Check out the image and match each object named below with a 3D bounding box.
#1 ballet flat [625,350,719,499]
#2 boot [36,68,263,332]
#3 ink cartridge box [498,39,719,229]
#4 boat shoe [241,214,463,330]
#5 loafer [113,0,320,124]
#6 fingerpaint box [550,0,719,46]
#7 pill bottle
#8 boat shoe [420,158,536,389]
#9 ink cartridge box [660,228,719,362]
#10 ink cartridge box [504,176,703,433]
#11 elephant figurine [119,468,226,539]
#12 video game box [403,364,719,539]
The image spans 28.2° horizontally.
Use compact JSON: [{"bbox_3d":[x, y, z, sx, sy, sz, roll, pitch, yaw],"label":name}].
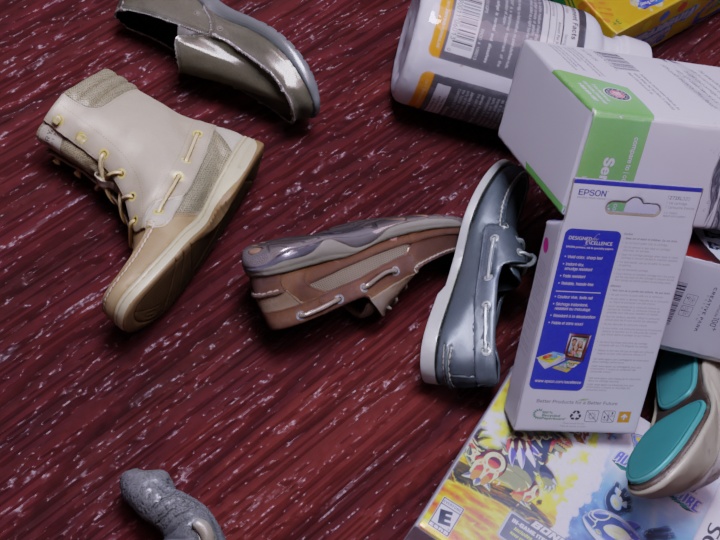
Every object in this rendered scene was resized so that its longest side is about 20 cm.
[{"bbox_3d":[0.242,0.116,1.035,0.069,0.069,0.200,30,35,4],"label":"ballet flat"},{"bbox_3d":[-0.181,-0.059,1.075,0.155,0.073,0.200,29,55,3],"label":"boot"},{"bbox_3d":[0.222,-0.097,1.049,0.200,0.084,0.146,5,26,-18],"label":"ink cartridge box"},{"bbox_3d":[0.000,0.000,1.098,0.200,0.076,0.072,-13,97,-31],"label":"boat shoe"},{"bbox_3d":[-0.120,-0.177,1.172,0.200,0.075,0.070,36,69,14],"label":"loafer"},{"bbox_3d":[0.240,-0.290,1.328,0.200,0.073,0.167,-29,70,-28],"label":"fingerpaint box"},{"bbox_3d":[0.134,-0.172,1.203,0.200,0.116,0.116,15,57,-7],"label":"pill bottle"},{"bbox_3d":[0.104,0.003,1.105,0.062,0.073,0.200,10,61,23],"label":"boat shoe"},{"bbox_3d":[0.277,-0.016,1.121,0.175,0.084,0.200,13,31,-8],"label":"ink cartridge box"},{"bbox_3d":[0.167,0.024,0.998,0.095,0.200,0.037,3,29,-13],"label":"ink cartridge box"},{"bbox_3d":[-0.090,0.229,0.908,0.200,0.155,0.142,15,99,7],"label":"elephant figurine"},{"bbox_3d":[0.160,0.178,1.038,0.200,0.047,0.182,32,54,6],"label":"video game box"}]
